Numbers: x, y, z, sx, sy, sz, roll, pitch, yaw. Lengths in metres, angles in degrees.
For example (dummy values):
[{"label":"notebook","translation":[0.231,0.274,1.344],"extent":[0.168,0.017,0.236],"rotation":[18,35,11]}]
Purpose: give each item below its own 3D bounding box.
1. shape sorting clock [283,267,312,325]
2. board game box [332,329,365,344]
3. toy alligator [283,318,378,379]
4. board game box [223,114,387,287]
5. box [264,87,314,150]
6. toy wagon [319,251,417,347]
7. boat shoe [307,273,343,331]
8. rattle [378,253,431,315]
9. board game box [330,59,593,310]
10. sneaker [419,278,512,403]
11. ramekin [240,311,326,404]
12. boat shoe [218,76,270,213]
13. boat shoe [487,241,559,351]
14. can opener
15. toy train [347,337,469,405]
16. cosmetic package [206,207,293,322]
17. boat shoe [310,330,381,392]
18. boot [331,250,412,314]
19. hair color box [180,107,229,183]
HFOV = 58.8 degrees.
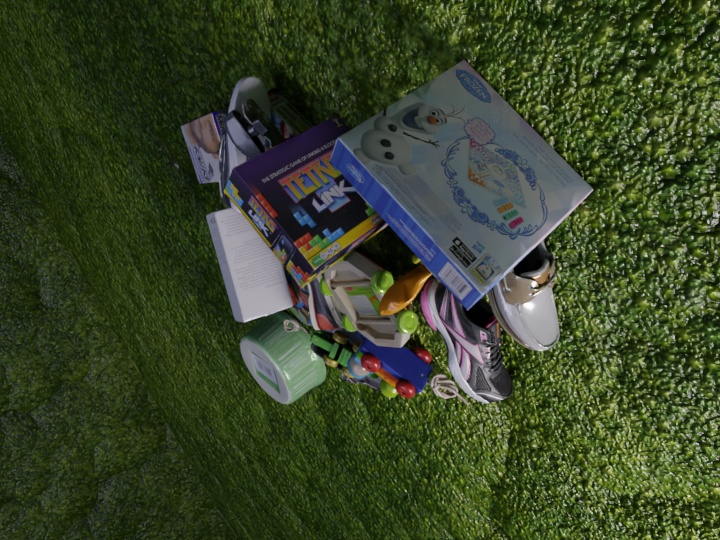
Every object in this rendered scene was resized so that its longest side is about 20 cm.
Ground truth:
[{"label":"shape sorting clock","translation":[-0.137,0.014,1.218],"extent":[0.200,0.039,0.202],"rotation":[43,149,33]},{"label":"board game box","translation":[-0.006,0.101,1.163],"extent":[0.198,0.019,0.104],"rotation":[29,143,36]},{"label":"toy alligator","translation":[-0.047,0.135,1.164],"extent":[0.198,0.054,0.060],"rotation":[29,105,11]},{"label":"board game box","translation":[-0.053,-0.099,0.855],"extent":[0.166,0.199,0.057],"rotation":[50,143,4]},{"label":"box","translation":[-0.127,-0.180,1.037],"extent":[0.110,0.035,0.201],"rotation":[45,148,15]},{"label":"toy wagon","translation":[-0.001,0.026,0.925],"extent":[0.154,0.039,0.202],"rotation":[-5,121,56]},{"label":"boat shoe","translation":[-0.062,0.008,1.101],"extent":[0.061,0.071,0.204],"rotation":[-3,106,18]},{"label":"rattle","translation":[0.055,-0.065,0.787],"extent":[0.131,0.141,0.201],"rotation":[-101,-11,-46]},{"label":"board game box","translation":[0.105,-0.096,0.645],"extent":[0.200,0.198,0.043],"rotation":[48,151,9]},{"label":"sneaker","translation":[0.161,0.096,0.880],"extent":[0.086,0.080,0.201],"rotation":[-20,110,47]},{"label":"ramekin","translation":[-0.177,0.195,1.410],"extent":[0.199,0.097,0.202],"rotation":[35,144,29]},{"label":"boat shoe","translation":[-0.183,-0.190,0.965],"extent":[0.067,0.071,0.204],"rotation":[23,118,38]},{"label":"boat shoe","translation":[0.190,0.007,0.750],"extent":[0.068,0.074,0.202],"rotation":[-6,115,61]},{"label":"can opener","translation":[-0.116,-0.160,0.934],"extent":[0.066,0.054,0.201],"rotation":[-28,121,21]},{"label":"toy train","translation":[0.073,0.185,1.068],"extent":[0.199,0.085,0.116],"rotation":[37,145,-4]},{"label":"cosmetic package","translation":[-0.202,-0.018,1.169],"extent":[0.071,0.100,0.204],"rotation":[-2,103,63]},{"label":"boat shoe","translation":[-0.017,0.180,1.208],"extent":[0.199,0.066,0.071],"rotation":[36,146,28]},{"label":"boot","translation":[0.000,0.000,1.003],"extent":[0.154,0.073,0.203],"rotation":[16,134,47]},{"label":"hair color box","translation":[-0.240,-0.212,1.094],"extent":[0.199,0.064,0.111],"rotation":[8,118,59]}]
